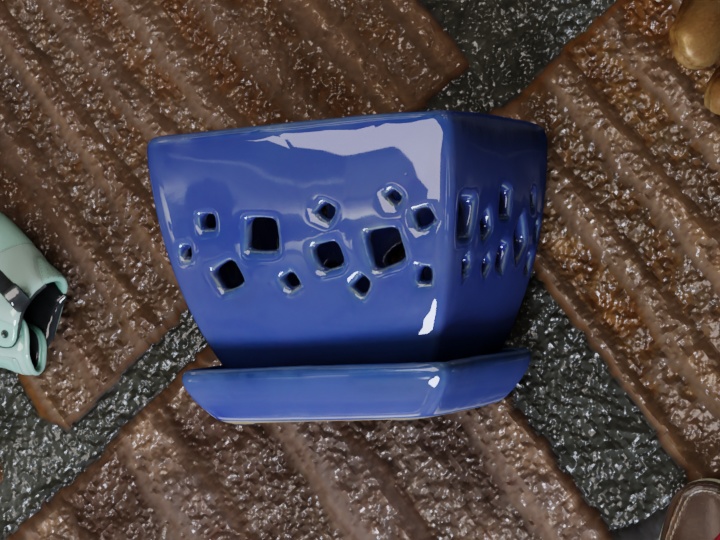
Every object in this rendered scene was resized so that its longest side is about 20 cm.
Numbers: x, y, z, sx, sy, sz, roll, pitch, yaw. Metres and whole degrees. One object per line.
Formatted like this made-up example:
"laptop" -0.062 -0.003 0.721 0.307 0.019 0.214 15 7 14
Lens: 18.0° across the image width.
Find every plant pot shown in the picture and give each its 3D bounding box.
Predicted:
"plant pot" 0.000 0.000 1.409 0.200 0.200 0.180 -3 89 21

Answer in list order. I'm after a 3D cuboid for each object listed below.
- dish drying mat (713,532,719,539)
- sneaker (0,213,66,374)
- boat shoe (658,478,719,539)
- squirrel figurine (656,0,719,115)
"dish drying mat" 0.262 0.157 1.346 0.077 0.018 0.200 39 76 22
"sneaker" -0.286 0.059 1.571 0.118 0.074 0.201 36 94 28
"boat shoe" 0.206 0.226 1.368 0.075 0.075 0.203 -1 83 21
"squirrel figurine" 0.247 -0.204 1.336 0.200 0.187 0.141 -56 34 -7
